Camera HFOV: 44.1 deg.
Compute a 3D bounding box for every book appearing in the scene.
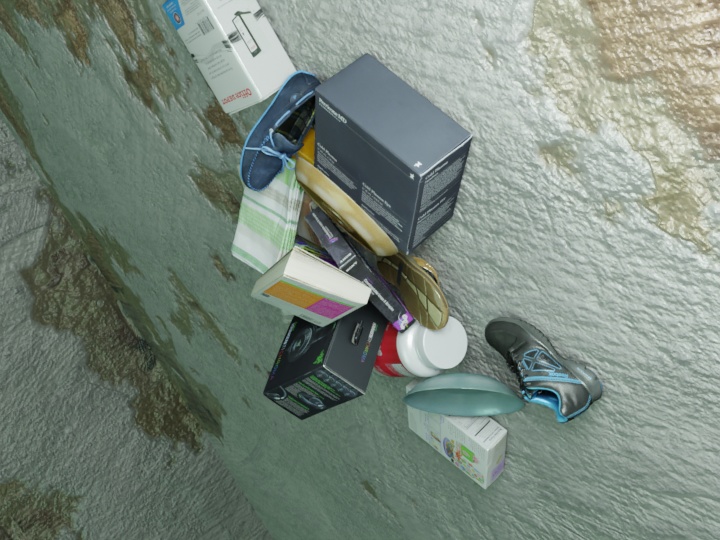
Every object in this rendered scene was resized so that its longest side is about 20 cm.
[{"bbox_3d":[-0.079,0.035,1.354,0.133,0.048,0.200,25,159,-15],"label":"book"}]

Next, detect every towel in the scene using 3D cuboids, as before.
[{"bbox_3d":[-0.155,-0.097,1.451,0.149,0.031,0.201,29,114,42],"label":"towel"},{"bbox_3d":[-0.083,-0.041,1.545,0.143,0.023,0.199,31,-171,41],"label":"towel"}]

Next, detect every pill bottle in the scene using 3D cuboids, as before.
[{"bbox_3d":[0.091,0.124,1.500,0.113,0.112,0.200,56,154,-11],"label":"pill bottle"}]

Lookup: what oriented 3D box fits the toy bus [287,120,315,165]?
[{"bbox_3d":[-0.046,-0.162,1.409,0.200,0.065,0.079,38,154,25],"label":"toy bus"}]

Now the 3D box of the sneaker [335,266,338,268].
[{"bbox_3d":[-0.022,0.022,1.576,0.199,0.076,0.071,14,129,24],"label":"sneaker"}]

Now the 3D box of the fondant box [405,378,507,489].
[{"bbox_3d":[0.175,0.293,1.647,0.200,0.058,0.145,37,151,31],"label":"fondant box"}]

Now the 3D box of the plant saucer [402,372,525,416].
[{"bbox_3d":[0.169,0.200,1.461,0.199,0.039,0.201,3,159,1],"label":"plant saucer"}]

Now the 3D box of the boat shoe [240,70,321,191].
[{"bbox_3d":[-0.121,-0.205,1.344,0.069,0.084,0.201,45,117,40],"label":"boat shoe"}]

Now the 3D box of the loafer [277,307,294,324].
[{"bbox_3d":[-0.055,0.073,1.634,0.198,0.070,0.070,2,117,11],"label":"loafer"}]

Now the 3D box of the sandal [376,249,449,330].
[{"bbox_3d":[0.090,0.014,1.428,0.200,0.054,0.081,50,141,43],"label":"sandal"}]

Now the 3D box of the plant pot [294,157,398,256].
[{"bbox_3d":[-0.027,-0.085,1.285,0.200,0.028,0.200,43,178,2],"label":"plant pot"}]

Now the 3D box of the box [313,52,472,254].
[{"bbox_3d":[0.038,-0.158,1.225,0.200,0.104,0.183,42,155,19],"label":"box"}]

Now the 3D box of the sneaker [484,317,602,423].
[{"bbox_3d":[0.249,0.139,1.289,0.200,0.082,0.073,35,152,35],"label":"sneaker"}]

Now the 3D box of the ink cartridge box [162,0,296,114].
[{"bbox_3d":[-0.204,-0.360,1.389,0.146,0.084,0.201,0,125,58],"label":"ink cartridge box"}]

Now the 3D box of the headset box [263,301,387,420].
[{"bbox_3d":[-0.052,0.136,1.501,0.093,0.175,0.200,36,142,-21],"label":"headset box"}]

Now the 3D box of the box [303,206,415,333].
[{"bbox_3d":[0.000,0.000,1.393,0.200,0.036,0.143,46,-175,-45],"label":"box"}]

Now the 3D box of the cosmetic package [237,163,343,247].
[{"bbox_3d":[-0.111,-0.133,1.530,0.199,0.087,0.104,29,148,40],"label":"cosmetic package"}]
